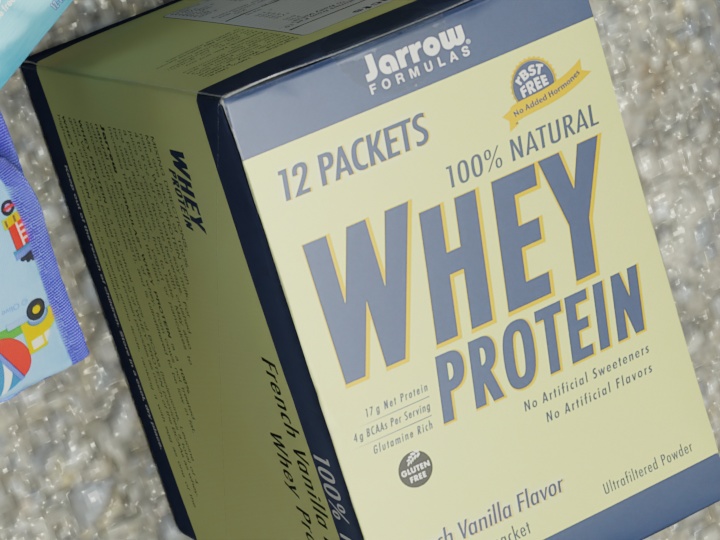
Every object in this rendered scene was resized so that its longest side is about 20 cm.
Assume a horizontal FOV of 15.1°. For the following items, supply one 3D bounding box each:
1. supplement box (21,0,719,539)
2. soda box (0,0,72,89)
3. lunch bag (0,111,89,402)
[{"bbox_3d":[0.000,0.000,0.961,0.134,0.200,0.200,-24,106,-21],"label":"supplement box"},{"bbox_3d":[-0.160,-0.080,0.947,0.064,0.068,0.200,43,78,-21],"label":"soda box"},{"bbox_3d":[-0.186,-0.012,0.869,0.150,0.094,0.200,-29,116,-19],"label":"lunch bag"}]
